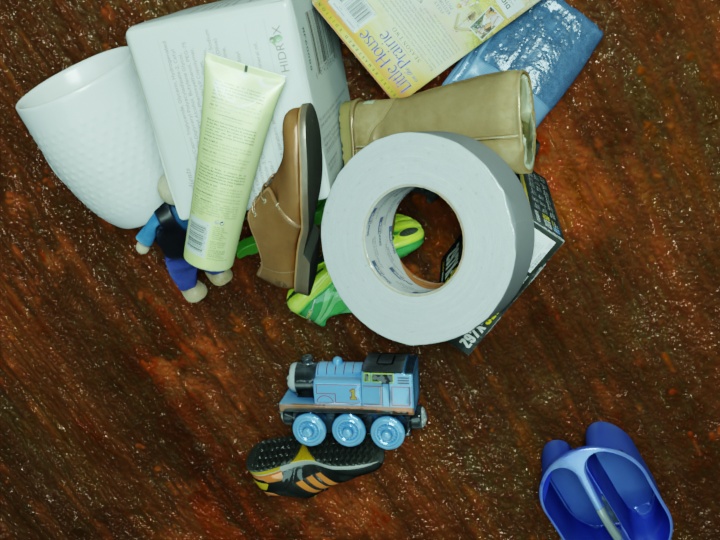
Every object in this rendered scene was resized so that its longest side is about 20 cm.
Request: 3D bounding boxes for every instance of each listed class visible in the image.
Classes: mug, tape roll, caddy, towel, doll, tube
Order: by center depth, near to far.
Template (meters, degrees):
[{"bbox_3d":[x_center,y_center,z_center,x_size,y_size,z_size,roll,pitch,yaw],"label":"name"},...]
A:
[{"bbox_3d":[-0.127,-0.098,0.749,0.058,0.052,0.202,-4,121,-36],"label":"tube"},{"bbox_3d":[0.062,-0.032,0.760,0.199,0.066,0.202,5,102,28],"label":"tape roll"},{"bbox_3d":[0.156,-0.200,0.832,0.111,0.049,0.201,38,96,10],"label":"towel"},{"bbox_3d":[-0.306,-0.145,0.929,0.199,0.148,0.176,-1,127,34],"label":"mug"},{"bbox_3d":[-0.202,-0.049,0.940,0.048,0.136,0.201,45,159,29],"label":"doll"},{"bbox_3d":[0.317,0.300,1.026,0.141,0.105,0.201,-29,105,18],"label":"caddy"}]

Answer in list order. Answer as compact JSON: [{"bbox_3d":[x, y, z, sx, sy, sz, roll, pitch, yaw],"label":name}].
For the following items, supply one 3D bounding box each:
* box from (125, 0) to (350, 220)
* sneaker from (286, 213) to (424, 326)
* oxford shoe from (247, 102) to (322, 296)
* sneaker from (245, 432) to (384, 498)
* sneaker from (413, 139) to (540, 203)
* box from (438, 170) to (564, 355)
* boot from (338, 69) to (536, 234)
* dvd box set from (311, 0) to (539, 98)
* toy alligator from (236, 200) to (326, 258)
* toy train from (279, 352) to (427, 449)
[{"bbox_3d":[-0.112,-0.186,0.838,0.170,0.199,0.202,-6,113,11],"label":"box"},{"bbox_3d":[0.000,0.000,0.980,0.199,0.074,0.084,-33,124,21],"label":"sneaker"},{"bbox_3d":[-0.073,-0.064,0.743,0.071,0.072,0.201,11,124,5],"label":"oxford shoe"},{"bbox_3d":[-0.056,0.278,1.108,0.198,0.070,0.091,-8,126,13],"label":"sneaker"},{"bbox_3d":[0.098,-0.125,0.910,0.198,0.060,0.105,15,113,9],"label":"sneaker"},{"bbox_3d":[0.148,-0.020,0.868,0.049,0.200,0.160,31,115,-7],"label":"box"},{"bbox_3d":[0.079,-0.104,0.808,0.198,0.066,0.177,0,110,28],"label":"boot"},{"bbox_3d":[0.072,-0.276,0.778,0.199,0.030,0.146,-33,124,21],"label":"dvd box set"},{"bbox_3d":[-0.067,-0.066,0.967,0.199,0.060,0.054,-34,146,19],"label":"toy alligator"},{"bbox_3d":[-0.011,0.167,1.040,0.198,0.087,0.115,0,104,12],"label":"toy train"}]
